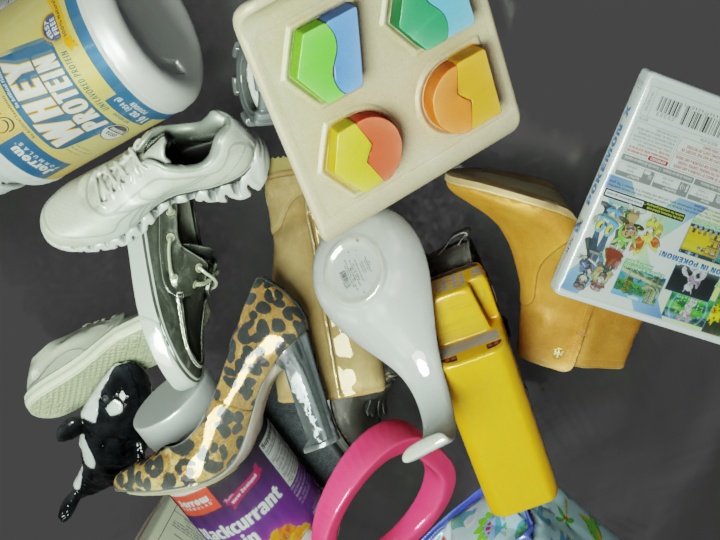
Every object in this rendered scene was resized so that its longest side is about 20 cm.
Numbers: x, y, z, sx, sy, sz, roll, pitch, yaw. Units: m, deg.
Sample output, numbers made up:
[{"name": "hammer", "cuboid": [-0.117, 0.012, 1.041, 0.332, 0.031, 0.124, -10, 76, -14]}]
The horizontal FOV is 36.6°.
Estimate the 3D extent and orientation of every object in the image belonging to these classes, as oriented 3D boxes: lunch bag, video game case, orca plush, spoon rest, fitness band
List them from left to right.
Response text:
[{"name": "orca plush", "cuboid": [-0.235, 0.178, 1.026, 0.201, 0.104, 0.071, -53, 58, 25]}, {"name": "fitness band", "cuboid": [0.019, 0.207, 0.963, 0.037, 0.200, 0.144, 33, 82, 32]}, {"name": "spoon rest", "cuboid": [0.023, 0.046, 0.832, 0.098, 0.060, 0.203, -29, 69, 22]}, {"name": "lunch bag", "cuboid": [0.139, 0.303, 1.008, 0.170, 0.128, 0.199, 41, 121, -15]}, {"name": "video game case", "cuboid": [0.271, -0.039, 0.848, 0.197, 0.022, 0.185, 16, 109, -13]}]

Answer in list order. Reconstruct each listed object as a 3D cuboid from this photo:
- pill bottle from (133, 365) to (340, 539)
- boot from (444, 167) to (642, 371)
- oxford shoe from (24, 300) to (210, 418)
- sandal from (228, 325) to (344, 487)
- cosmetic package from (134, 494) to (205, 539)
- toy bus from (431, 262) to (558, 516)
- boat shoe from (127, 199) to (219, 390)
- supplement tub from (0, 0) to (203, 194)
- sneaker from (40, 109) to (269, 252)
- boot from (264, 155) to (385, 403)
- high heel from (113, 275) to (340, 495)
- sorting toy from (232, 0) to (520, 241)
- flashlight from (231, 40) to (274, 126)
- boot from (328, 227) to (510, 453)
[{"name": "pill bottle", "cuboid": [-0.114, 0.187, 0.986, 0.110, 0.112, 0.201, -27, 111, 21]}, {"name": "boot", "cuboid": [0.147, 0.005, 0.899, 0.198, 0.071, 0.146, 16, 111, -3]}, {"name": "oxford shoe", "cuboid": [-0.231, 0.068, 1.009, 0.198, 0.058, 0.075, -29, 146, 11]}, {"name": "sandal", "cuboid": [-0.066, 0.116, 1.015, 0.075, 0.043, 0.203, -7, 122, 21]}, {"name": "cosmetic package", "cuboid": [-0.176, 0.296, 1.022, 0.103, 0.200, 0.087, 38, 115, -6]}, {"name": "toy bus", "cuboid": [0.103, 0.099, 0.894, 0.064, 0.079, 0.202, -18, 117, 7]}, {"name": "boat shoe", "cuboid": [-0.156, -0.001, 0.928, 0.063, 0.071, 0.204, -14, 85, 11]}, {"name": "supplement tub", "cuboid": [-0.240, -0.157, 0.864, 0.198, 0.145, 0.146, -25, 107, 20]}, {"name": "sneaker", "cuboid": [-0.174, -0.077, 0.875, 0.197, 0.081, 0.076, -22, 71, 6]}, {"name": "boot", "cuboid": [0.000, 0.000, 0.896, 0.172, 0.066, 0.204, -8, 88, 27]}, {"name": "high heel", "cuboid": [-0.125, 0.096, 0.881, 0.197, 0.071, 0.145, -19, 90, 8]}, {"name": "sorting toy", "cuboid": [0.023, -0.137, 0.773, 0.183, 0.036, 0.202, -31, 127, -12]}, {"name": "flashlight", "cuboid": [0.004, -0.154, 0.817, 0.197, 0.069, 0.068, -14, 157, -21]}, {"name": "boot", "cuboid": [0.048, 0.074, 0.953, 0.171, 0.069, 0.203, -11, 109, 16]}]
